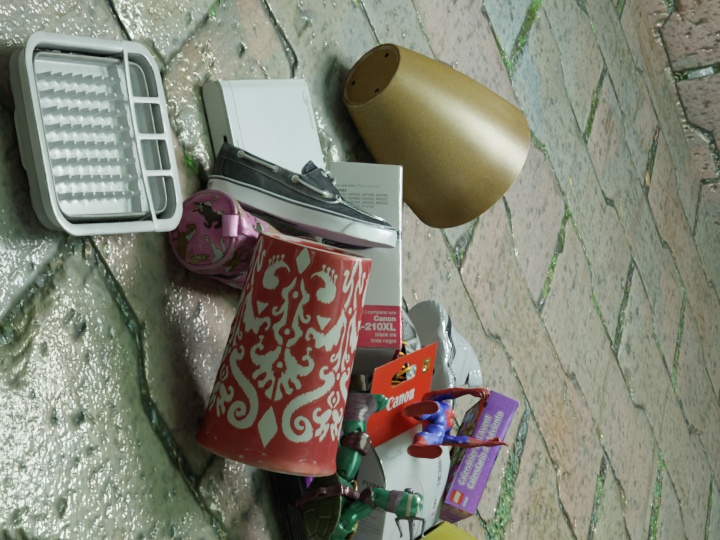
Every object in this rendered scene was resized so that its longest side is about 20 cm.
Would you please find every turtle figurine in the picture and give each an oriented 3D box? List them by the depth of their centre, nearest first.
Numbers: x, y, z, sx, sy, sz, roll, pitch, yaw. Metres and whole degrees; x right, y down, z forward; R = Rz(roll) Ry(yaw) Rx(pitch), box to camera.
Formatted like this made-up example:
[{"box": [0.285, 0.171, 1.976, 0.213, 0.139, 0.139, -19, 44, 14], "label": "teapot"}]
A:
[{"box": [-0.011, 0.226, 1.480, 0.100, 0.149, 0.201, 24, 55, -40], "label": "turtle figurine"}]

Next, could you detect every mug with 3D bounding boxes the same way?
[{"box": [-0.072, 0.070, 1.434, 0.133, 0.177, 0.201, 12, 95, -20], "label": "mug"}]

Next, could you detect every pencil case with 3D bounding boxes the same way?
[{"box": [-0.104, -0.016, 1.500, 0.200, 0.086, 0.083, 26, 28, -58], "label": "pencil case"}]

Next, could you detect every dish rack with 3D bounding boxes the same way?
[{"box": [-0.231, -0.113, 1.324, 0.200, 0.043, 0.173, -8, 88, -66], "label": "dish rack"}]

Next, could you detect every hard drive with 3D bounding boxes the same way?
[{"box": [-0.098, -0.137, 1.641, 0.200, 0.027, 0.133, -17, 96, -66], "label": "hard drive"}]

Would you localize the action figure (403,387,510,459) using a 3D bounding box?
[{"box": [0.100, 0.153, 1.558, 0.200, 0.098, 0.066, 9, 78, -84], "label": "action figure"}]

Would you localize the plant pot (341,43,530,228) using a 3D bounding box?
[{"box": [0.077, -0.182, 1.884, 0.200, 0.186, 0.187, 39, 44, -36], "label": "plant pot"}]

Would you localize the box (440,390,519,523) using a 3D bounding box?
[{"box": [0.127, 0.220, 1.793, 0.200, 0.039, 0.137, 109, 4, -77], "label": "box"}]

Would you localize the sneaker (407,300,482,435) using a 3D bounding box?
[{"box": [0.103, 0.145, 1.897, 0.115, 0.075, 0.201, 43, 40, -48], "label": "sneaker"}]

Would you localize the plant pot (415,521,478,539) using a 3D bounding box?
[{"box": [0.084, 0.359, 1.668, 0.142, 0.200, 0.200, 59, 24, 6], "label": "plant pot"}]

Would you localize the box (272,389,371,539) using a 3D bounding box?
[{"box": [-0.024, 0.226, 1.621, 0.200, 0.036, 0.144, -33, 115, -60], "label": "box"}]

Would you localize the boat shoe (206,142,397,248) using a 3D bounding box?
[{"box": [-0.052, -0.075, 1.537, 0.072, 0.199, 0.068, 163, -56, -79], "label": "boat shoe"}]

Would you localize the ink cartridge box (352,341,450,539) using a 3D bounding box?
[{"box": [0.050, 0.190, 1.621, 0.162, 0.057, 0.201, -18, 124, -62], "label": "ink cartridge box"}]

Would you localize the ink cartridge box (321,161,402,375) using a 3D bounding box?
[{"box": [0.000, 0.000, 1.647, 0.145, 0.084, 0.201, 103, -12, -75], "label": "ink cartridge box"}]

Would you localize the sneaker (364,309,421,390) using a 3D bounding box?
[{"box": [0.039, 0.126, 1.740, 0.077, 0.078, 0.201, 132, -52, -86], "label": "sneaker"}]
